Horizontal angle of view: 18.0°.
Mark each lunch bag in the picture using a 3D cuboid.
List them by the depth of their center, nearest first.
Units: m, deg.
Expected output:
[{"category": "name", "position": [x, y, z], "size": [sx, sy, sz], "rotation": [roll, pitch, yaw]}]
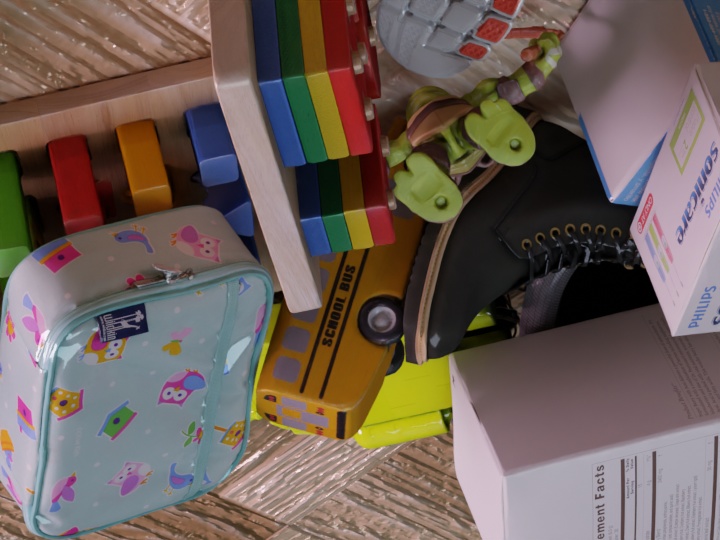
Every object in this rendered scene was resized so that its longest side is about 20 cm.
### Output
[{"category": "lunch bag", "position": [-0.132, 0.060, 1.336], "size": [0.159, 0.077, 0.201], "rotation": [-12, 136, -28]}]

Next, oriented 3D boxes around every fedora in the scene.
[{"category": "fedora", "position": [0.180, 0.001, 1.537], "size": [0.175, 0.091, 0.201], "rotation": [-15, 133, -8]}]

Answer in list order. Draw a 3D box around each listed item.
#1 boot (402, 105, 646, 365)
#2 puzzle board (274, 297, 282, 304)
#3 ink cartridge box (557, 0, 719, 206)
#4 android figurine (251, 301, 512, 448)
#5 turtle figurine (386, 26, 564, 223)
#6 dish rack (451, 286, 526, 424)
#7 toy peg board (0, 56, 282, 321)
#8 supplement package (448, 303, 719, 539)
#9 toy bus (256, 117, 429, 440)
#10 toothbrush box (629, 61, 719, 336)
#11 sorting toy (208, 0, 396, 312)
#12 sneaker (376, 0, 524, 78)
[{"category": "boot", "position": [0.117, -0.012, 1.370], "size": [0.137, 0.201, 0.078], "rotation": [19, 146, 15]}, {"category": "puzzle board", "position": [-0.124, 0.076, 1.578], "size": [0.199, 0.017, 0.150], "rotation": [-35, 141, 23]}, {"category": "ink cartridge box", "position": [0.245, -0.116, 1.380], "size": [0.199, 0.129, 0.125], "rotation": [7, 138, -28]}, {"category": "android figurine", "position": [0.001, 0.060, 1.512], "size": [0.198, 0.041, 0.182], "rotation": [-13, 144, 9]}, {"category": "turtle figurine", "position": [0.042, -0.074, 1.314], "size": [0.199, 0.161, 0.065], "rotation": [-23, 108, 1]}, {"category": "dish rack", "position": [0.112, 0.076, 1.641], "size": [0.199, 0.055, 0.153], "rotation": [15, 134, -37]}, {"category": "toy peg board", "position": [-0.140, -0.009, 1.377], "size": [0.197, 0.098, 0.201], "rotation": [-13, 139, -5]}, {"category": "supplement package", "position": [0.169, 0.112, 1.482], "size": [0.198, 0.122, 0.120], "rotation": [-12, 131, -8]}, {"category": "toy bus", "position": [0.000, 0.000, 1.391], "size": [0.078, 0.201, 0.065], "rotation": [14, 159, 5]}, {"category": "toothbrush box", "position": [0.274, -0.046, 1.302], "size": [0.198, 0.087, 0.146], "rotation": [-7, 143, -16]}, {"category": "sorting toy", "position": [-0.029, -0.118, 1.201], "size": [0.069, 0.200, 0.201], "rotation": [-9, 144, 5]}, {"category": "sneaker", "position": [0.077, -0.194, 1.245], "size": [0.077, 0.082, 0.201], "rotation": [32, 124, 3]}]
